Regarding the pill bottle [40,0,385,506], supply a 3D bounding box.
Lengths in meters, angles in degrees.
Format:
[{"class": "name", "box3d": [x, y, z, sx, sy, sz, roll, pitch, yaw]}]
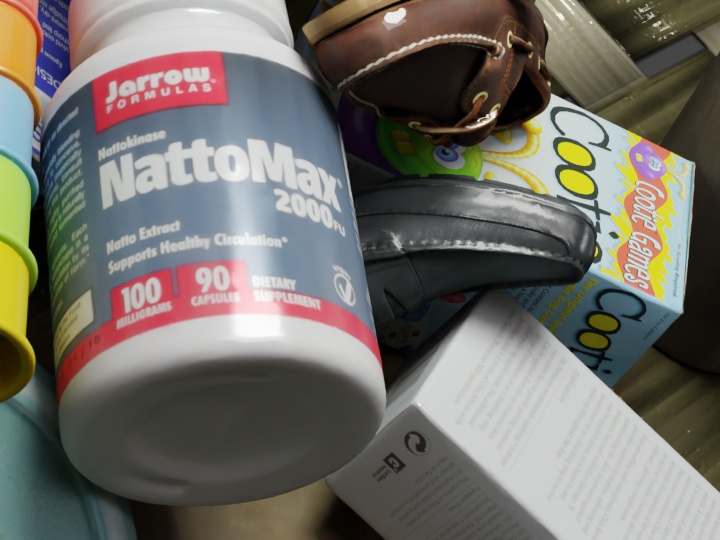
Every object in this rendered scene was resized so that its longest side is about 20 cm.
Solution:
[{"class": "pill bottle", "box3d": [-0.062, -0.023, 0.779, 0.119, 0.120, 0.201, 7, 54, -25]}]

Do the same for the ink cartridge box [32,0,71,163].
[{"class": "ink cartridge box", "box3d": [-0.197, -0.147, 0.869, 0.198, 0.047, 0.201, 39, 35, -38]}]

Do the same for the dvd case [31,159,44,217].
[{"class": "dvd case", "box3d": [-0.200, -0.080, 0.919, 0.199, 0.022, 0.146, -12, 62, -35]}]

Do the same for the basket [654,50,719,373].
[{"class": "basket", "box3d": [0.216, -0.048, 1.008, 0.136, 0.200, 0.181, 12, 49, -21]}]

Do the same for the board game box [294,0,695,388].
[{"class": "board game box", "box3d": [0.044, -0.028, 0.961, 0.199, 0.105, 0.103, 25, 46, -11]}]

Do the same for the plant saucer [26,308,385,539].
[{"class": "plant saucer", "box3d": [-0.071, 0.095, 0.849, 0.199, 0.029, 0.201, 15, 49, -18]}]

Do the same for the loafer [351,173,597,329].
[{"class": "loafer", "box3d": [0.000, 0.000, 0.863, 0.200, 0.068, 0.071, 0, 68, 9]}]

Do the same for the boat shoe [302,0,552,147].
[{"class": "boat shoe", "box3d": [0.039, -0.086, 0.841, 0.200, 0.070, 0.071, -19, 89, -66]}]

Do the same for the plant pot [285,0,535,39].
[{"class": "plant pot", "box3d": [0.030, -0.187, 1.023, 0.200, 0.184, 0.201, 16, 49, -19]}]

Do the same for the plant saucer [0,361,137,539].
[{"class": "plant saucer", "box3d": [-0.168, 0.110, 0.726, 0.199, 0.027, 0.201, 6, 77, -26]}]

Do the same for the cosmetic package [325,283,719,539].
[{"class": "cosmetic package", "box3d": [0.093, 0.113, 0.877, 0.200, 0.071, 0.101, 43, 39, -3]}]

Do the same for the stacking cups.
[{"class": "stacking cups", "box3d": [-0.142, -0.047, 0.757, 0.060, 0.061, 0.201, 15, 51, -19]}]
